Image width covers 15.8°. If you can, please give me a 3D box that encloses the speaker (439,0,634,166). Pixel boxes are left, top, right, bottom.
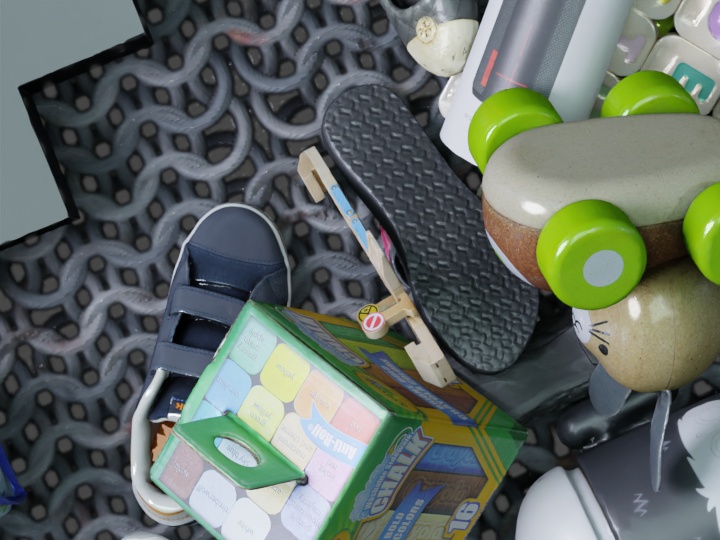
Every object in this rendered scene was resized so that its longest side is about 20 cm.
[{"bbox_3d":[0.115,-0.152,1.491,0.081,0.081,0.201,21,110,1],"label":"speaker"}]

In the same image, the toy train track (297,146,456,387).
[{"bbox_3d":[0.000,0.000,1.515,0.032,0.115,0.200,-30,46,0],"label":"toy train track"}]

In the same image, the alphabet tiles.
[{"bbox_3d":[0.152,-0.095,1.545,0.195,0.015,0.201,32,111,5],"label":"alphabet tiles"}]

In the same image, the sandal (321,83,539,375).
[{"bbox_3d":[0.044,-0.024,1.568,0.075,0.045,0.201,-27,71,-14],"label":"sandal"}]

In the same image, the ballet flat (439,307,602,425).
[{"bbox_3d":[0.096,0.067,1.569,0.199,0.057,0.067,-19,76,7],"label":"ballet flat"}]

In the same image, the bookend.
[{"bbox_3d":[-0.200,-0.108,1.551,0.199,0.092,0.200,-23,91,-1],"label":"bookend"}]

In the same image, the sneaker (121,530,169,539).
[{"bbox_3d":[-0.126,0.257,1.543,0.070,0.080,0.202,-8,87,31],"label":"sneaker"}]

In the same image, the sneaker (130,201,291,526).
[{"bbox_3d":[-0.088,0.057,1.555,0.078,0.079,0.201,11,88,2],"label":"sneaker"}]

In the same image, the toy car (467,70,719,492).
[{"bbox_3d":[0.145,0.017,1.446,0.157,0.164,0.201,-8,121,-11],"label":"toy car"}]

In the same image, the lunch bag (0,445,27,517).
[{"bbox_3d":[-0.302,0.126,1.496,0.169,0.200,0.128,-29,89,1],"label":"lunch bag"}]

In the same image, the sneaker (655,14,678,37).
[{"bbox_3d":[0.219,-0.163,1.561,0.199,0.076,0.076,12,123,16],"label":"sneaker"}]

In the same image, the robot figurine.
[{"bbox_3d":[0.190,0.148,1.528,0.199,0.150,0.125,-24,126,0],"label":"robot figurine"}]

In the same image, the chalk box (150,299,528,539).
[{"bbox_3d":[-0.023,0.101,1.466,0.124,0.200,0.124,38,103,30],"label":"chalk box"}]

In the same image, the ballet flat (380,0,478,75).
[{"bbox_3d":[0.017,-0.209,1.551,0.066,0.057,0.201,-24,82,34],"label":"ballet flat"}]
